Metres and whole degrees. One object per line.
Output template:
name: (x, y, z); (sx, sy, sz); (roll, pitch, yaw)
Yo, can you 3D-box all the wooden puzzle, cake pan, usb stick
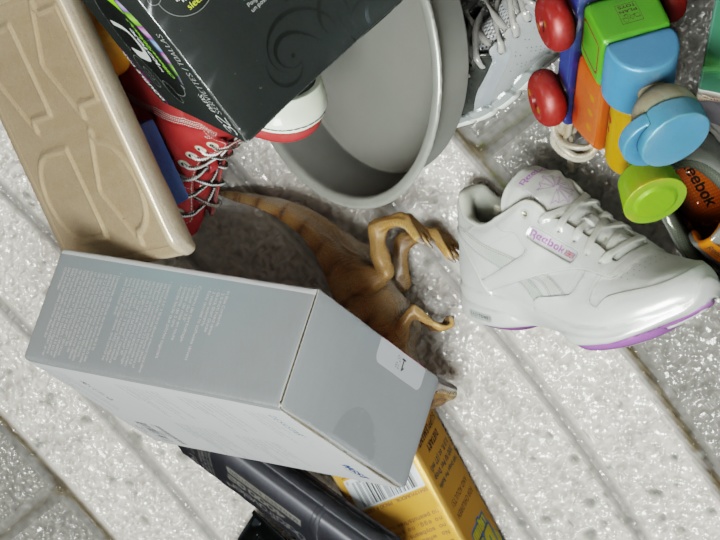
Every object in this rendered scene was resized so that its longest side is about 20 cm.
wooden puzzle: (-0.169, -0.093, 1.645); (0.200, 0.046, 0.186); (-6, 110, 64)
cake pan: (-0.005, -0.138, 1.582); (0.200, 0.037, 0.202); (25, 123, 46)
usb stick: (-0.047, 0.145, 1.725); (0.199, 0.033, 0.056); (33, 151, 32)

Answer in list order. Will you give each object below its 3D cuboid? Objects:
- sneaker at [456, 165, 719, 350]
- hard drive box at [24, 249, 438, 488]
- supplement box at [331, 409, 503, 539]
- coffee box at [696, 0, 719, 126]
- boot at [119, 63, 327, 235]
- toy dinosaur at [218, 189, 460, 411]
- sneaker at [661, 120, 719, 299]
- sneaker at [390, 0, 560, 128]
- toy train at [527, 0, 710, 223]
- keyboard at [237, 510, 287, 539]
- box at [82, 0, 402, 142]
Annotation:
sneaker: (0.126, -0.009, 1.594); (0.199, 0.075, 0.100); (6, 114, 46)
hard drive box: (-0.078, 0.061, 1.643); (0.199, 0.156, 0.077); (9, 73, 33)
supplement box: (0.049, 0.173, 1.736); (0.068, 0.067, 0.201); (-21, 105, 22)
coffee box: (0.252, -0.123, 1.487); (0.122, 0.044, 0.200); (20, 161, 8)
boot: (-0.083, -0.076, 1.627); (0.200, 0.072, 0.145); (29, 129, 50)
toy dinosaur: (0.000, 0.000, 1.674); (0.106, 0.060, 0.200); (-38, 88, 18)
sneaker: (0.231, -0.003, 1.596); (0.074, 0.079, 0.200); (-35, 100, 25)
sneaker: (0.083, -0.159, 1.547); (0.199, 0.115, 0.075); (-29, 61, 19)
toy train: (0.152, -0.074, 1.533); (0.084, 0.116, 0.201); (-15, 148, -10)
keyboard: (-0.011, 0.238, 1.763); (0.200, 0.040, 0.104); (41, 105, 30)
box: (-0.099, -0.193, 1.452); (0.124, 0.148, 0.200); (-43, 114, -9)
